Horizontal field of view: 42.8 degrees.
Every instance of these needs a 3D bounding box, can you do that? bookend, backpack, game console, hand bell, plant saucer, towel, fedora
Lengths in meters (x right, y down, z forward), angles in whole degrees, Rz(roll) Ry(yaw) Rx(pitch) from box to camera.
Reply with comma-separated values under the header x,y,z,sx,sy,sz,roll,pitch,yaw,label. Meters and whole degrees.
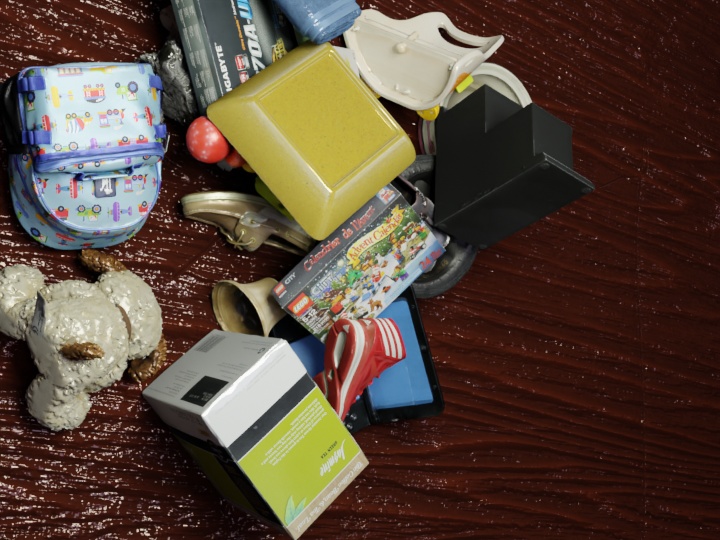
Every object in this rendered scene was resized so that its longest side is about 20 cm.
x,y,z,sx,sy,sz,roll,pitch,yaw,label
0.195,-0.163,1.208,0.092,0.198,0.202,23,55,-31,bookend
-0.308,-0.126,1.045,0.181,0.134,0.202,-5,94,-33,backpack
-0.005,0.129,1.246,0.175,0.116,0.202,-21,100,-31,game console
-0.088,0.020,1.218,0.199,0.104,0.105,-32,106,-38,hand bell
-0.043,-0.168,1.072,0.200,0.048,0.200,49,56,-3,plant saucer
-0.089,-0.361,1.089,0.201,0.048,0.112,53,38,-5,towel
0.077,-0.061,1.308,0.199,0.091,0.203,0,89,-25,fedora

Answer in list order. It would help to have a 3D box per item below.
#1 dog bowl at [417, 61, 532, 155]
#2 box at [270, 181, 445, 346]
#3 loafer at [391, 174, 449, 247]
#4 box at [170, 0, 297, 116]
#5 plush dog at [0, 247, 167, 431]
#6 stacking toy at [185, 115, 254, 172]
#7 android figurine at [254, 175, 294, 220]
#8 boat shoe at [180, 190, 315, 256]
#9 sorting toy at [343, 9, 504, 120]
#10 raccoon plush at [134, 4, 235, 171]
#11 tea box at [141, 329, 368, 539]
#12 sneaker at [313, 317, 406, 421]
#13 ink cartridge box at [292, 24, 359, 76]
x,y,z,sx,sy,sz,roll,pitch,yaw,label
0.172,-0.207,1.387,0.199,0.074,0.202,0,90,-33,dog bowl
0.000,0.000,1.162,0.200,0.038,0.137,-44,138,1,box
0.045,-0.089,1.208,0.200,0.063,0.072,39,74,-19,loafer
-0.149,-0.296,1.111,0.159,0.046,0.202,-26,106,-51,box
-0.301,0.063,1.055,0.172,0.159,0.202,-36,109,-52,plush dog
-0.111,-0.143,1.094,0.199,0.085,0.086,4,88,-33,stacking toy
-0.081,-0.149,1.205,0.200,0.041,0.183,41,44,-18,android figurine
-0.138,-0.058,1.187,0.199,0.074,0.067,8,80,-32,boat shoe
0.107,-0.311,1.300,0.180,0.199,0.107,-39,143,-33,sorting toy
-0.192,-0.239,1.155,0.134,0.096,0.201,-50,124,-32,raccoon plush
-0.130,0.191,1.116,0.133,0.199,0.198,-41,112,-25,tea box
0.001,0.146,1.201,0.115,0.079,0.201,-4,132,-35,sneaker
-0.044,-0.288,1.216,0.146,0.047,0.202,-41,120,-74,ink cartridge box
